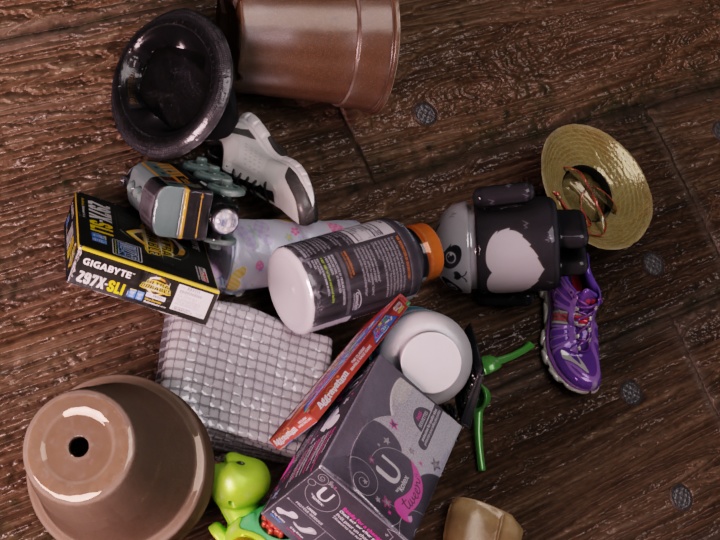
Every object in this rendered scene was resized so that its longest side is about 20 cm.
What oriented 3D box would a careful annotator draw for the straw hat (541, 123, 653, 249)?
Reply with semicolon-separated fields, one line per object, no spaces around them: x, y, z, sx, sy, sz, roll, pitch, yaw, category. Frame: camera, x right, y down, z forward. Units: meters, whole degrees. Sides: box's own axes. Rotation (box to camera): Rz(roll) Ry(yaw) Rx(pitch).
0.302;-0.097;1.896;0.201;0.085;0.202;15;56;-24;straw hat

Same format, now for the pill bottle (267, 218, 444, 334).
0.000;0.000;1.608;0.200;0.106;0.106;-16;77;-30;pill bottle

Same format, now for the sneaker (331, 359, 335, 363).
0.010;0.189;1.629;0.074;0.087;0.200;-20;79;-31;sneaker

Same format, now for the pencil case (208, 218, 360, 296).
-0.084;-0.018;1.672;0.199;0.083;0.091;-2;74;-27;pencil case

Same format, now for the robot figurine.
0.192;-0.031;1.763;0.199;0.125;0.151;-2;85;4;robot figurine

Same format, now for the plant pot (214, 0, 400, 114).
-0.075;-0.299;1.740;0.198;0.200;0.201;-2;70;-19;plant pot

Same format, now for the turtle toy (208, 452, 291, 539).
-0.096;0.288;1.490;0.200;0.146;0.101;44;84;-3;turtle toy

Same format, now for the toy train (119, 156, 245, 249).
-0.208;-0.084;1.585;0.114;0.200;0.085;6;105;-26;toy train

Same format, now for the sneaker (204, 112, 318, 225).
-0.121;-0.113;1.678;0.080;0.074;0.200;-25;49;-23;sneaker

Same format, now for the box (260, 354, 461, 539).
0.007;0.212;1.468;0.132;0.115;0.200;41;38;-7;box

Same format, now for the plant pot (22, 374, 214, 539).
-0.263;0.195;1.398;0.200;0.175;0.201;-1;75;5;plant pot

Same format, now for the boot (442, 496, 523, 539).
0.166;0.393;1.637;0.175;0.066;0.200;27;59;-15;boot

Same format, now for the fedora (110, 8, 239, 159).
-0.209;-0.216;1.664;0.092;0.200;0.201;22;56;-53;fedora

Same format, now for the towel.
-0.139;0.129;1.585;0.199;0.086;0.166;17;60;-20;towel

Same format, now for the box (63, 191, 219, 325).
-0.249;-0.016;1.536;0.159;0.200;0.049;17;106;-18;box

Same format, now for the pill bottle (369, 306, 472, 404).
0.071;0.101;1.619;0.110;0.200;0.111;0;92;-4;pill bottle

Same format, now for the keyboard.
0.121;0.146;1.661;0.021;0.200;0.127;13;103;-2;keyboard

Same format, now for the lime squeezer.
0.164;0.156;1.759;0.071;0.038;0.200;53;50;-36;lime squeezer

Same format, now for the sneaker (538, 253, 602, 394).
0.286;0.065;1.822;0.080;0.083;0.201;2;70;-26;sneaker

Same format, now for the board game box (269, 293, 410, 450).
-0.022;0.113;1.539;0.019;0.103;0.200;42;53;-2;board game box
